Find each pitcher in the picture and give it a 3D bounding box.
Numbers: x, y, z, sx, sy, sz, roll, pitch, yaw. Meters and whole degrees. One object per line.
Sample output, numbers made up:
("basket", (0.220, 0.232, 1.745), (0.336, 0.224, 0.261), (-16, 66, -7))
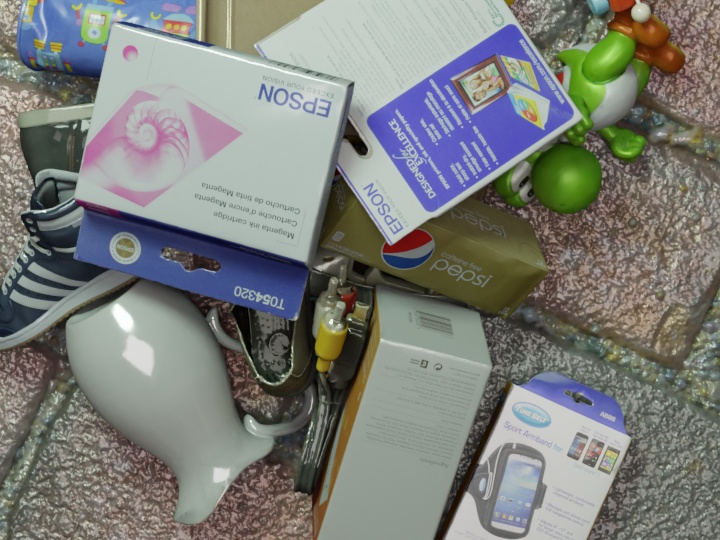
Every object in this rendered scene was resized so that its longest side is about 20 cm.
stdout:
("pitcher", (-0.144, 0.090, 1.611), (0.171, 0.121, 0.200), (-38, 104, -19))

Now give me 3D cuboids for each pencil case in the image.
("pencil case", (-0.189, -0.202, 1.588), (0.199, 0.078, 0.087), (7, 94, 10))

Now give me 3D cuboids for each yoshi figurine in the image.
("yoshi figurine", (0.203, -0.124, 1.611), (0.112, 0.112, 0.200), (40, 92, -12))

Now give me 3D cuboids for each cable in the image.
("cable", (-0.032, 0.088, 1.570), (0.050, 0.097, 0.200), (17, 117, -4))

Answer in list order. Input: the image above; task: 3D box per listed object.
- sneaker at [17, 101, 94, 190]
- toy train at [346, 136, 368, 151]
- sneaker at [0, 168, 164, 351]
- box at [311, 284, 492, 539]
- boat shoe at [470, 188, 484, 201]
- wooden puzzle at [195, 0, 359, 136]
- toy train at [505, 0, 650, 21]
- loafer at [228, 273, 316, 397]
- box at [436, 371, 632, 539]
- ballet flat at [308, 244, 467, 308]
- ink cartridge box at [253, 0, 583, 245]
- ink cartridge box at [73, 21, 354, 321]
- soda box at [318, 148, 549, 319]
("sneaker", (-0.190, -0.098, 1.620), (0.199, 0.075, 0.107), (-7, 97, 7))
("toy train", (-0.033, -0.118, 1.608), (0.200, 0.056, 0.150), (-41, 73, -3))
("sneaker", (-0.273, -0.012, 1.579), (0.200, 0.070, 0.109), (-28, 121, 23))
("box", (0.031, 0.133, 1.576), (0.097, 0.124, 0.200), (15, 109, -7))
("boat shoe", (0.086, -0.109, 1.627), (0.071, 0.065, 0.200), (20, 91, -3))
("wooden puzzle", (-0.042, -0.203, 1.547), (0.199, 0.037, 0.186), (3, 81, -20))
("toy train", (0.149, -0.250, 1.585), (0.200, 0.056, 0.150), (-22, 51, 1))
("loafer", (-0.076, 0.009, 1.559), (0.075, 0.070, 0.201), (-13, 92, 5))
("box", (0.154, 0.191, 1.656), (0.119, 0.041, 0.200), (25, 89, -3))
("ballet flat", (0.000, 0.000, 1.625), (0.200, 0.067, 0.064), (16, 114, -8))
("ink cartridge box", (0.045, -0.150, 1.516), (0.200, 0.043, 0.198), (-33, 89, -14))
("ink cartridge box", (-0.121, -0.076, 1.475), (0.196, 0.043, 0.201), (15, 100, 7))
("soda box", (0.058, -0.030, 1.571), (0.200, 0.068, 0.064), (21, 124, -29))
